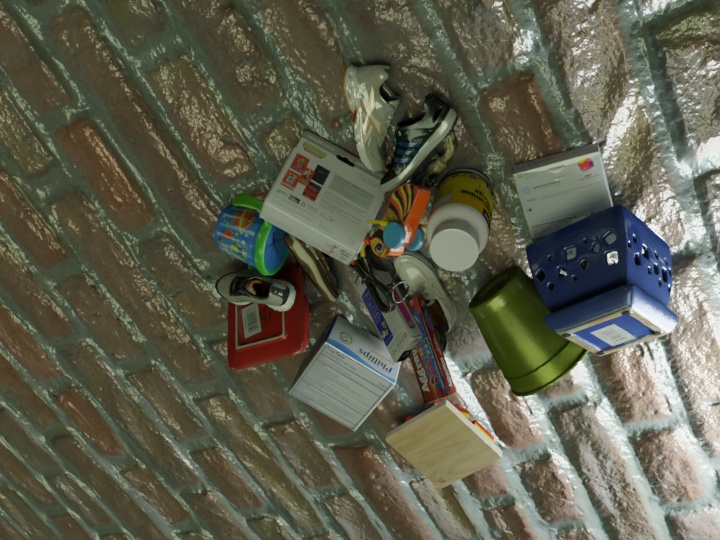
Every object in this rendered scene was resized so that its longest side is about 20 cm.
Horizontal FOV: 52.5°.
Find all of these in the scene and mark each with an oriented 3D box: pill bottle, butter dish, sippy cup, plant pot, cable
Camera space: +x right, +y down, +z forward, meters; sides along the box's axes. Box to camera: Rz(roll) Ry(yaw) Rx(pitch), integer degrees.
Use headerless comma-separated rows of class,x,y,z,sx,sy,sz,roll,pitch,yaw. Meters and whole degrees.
pill bottle,0.178,-0.090,1.308,0.111,0.201,0.114,7,126,10
butter dish,-0.178,0.116,1.587,0.197,0.203,0.148,-16,154,24
sippy cup,-0.221,-0.073,1.485,0.129,0.139,0.180,16,107,17
plant pot,0.429,0.032,1.282,0.199,0.182,0.199,26,141,-37
plant pot,0.317,0.104,1.424,0.200,0.200,0.194,-36,97,32
cable,0.000,0.000,1.465,0.097,0.050,0.202,-31,74,40

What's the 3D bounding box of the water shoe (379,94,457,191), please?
water shoe,0.089,-0.232,1.322,0.079,0.072,0.200,40,118,-9

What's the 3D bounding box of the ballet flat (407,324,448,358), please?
ballet flat,0.141,0.153,1.530,0.073,0.073,0.199,42,157,-14

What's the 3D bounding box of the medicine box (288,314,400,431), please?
medicine box,-0.033,0.234,1.650,0.181,0.103,0.201,31,126,-7

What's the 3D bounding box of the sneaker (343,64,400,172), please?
sneaker,0.032,-0.271,1.307,0.091,0.076,0.202,-6,123,14

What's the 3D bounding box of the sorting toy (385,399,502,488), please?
sorting toy,0.197,0.393,1.716,0.199,0.070,0.199,43,124,-15

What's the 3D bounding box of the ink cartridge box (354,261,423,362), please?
ink cartridge box,0.054,0.078,1.496,0.201,0.037,0.095,60,144,25

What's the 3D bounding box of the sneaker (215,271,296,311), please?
sneaker,-0.227,0.033,1.512,0.198,0.075,0.079,6,166,33

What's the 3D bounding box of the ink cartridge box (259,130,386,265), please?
ink cartridge box,-0.064,-0.139,1.396,0.198,0.177,0.084,29,159,-5

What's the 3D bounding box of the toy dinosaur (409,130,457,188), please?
toy dinosaur,0.116,-0.164,1.344,0.047,0.088,0.200,41,124,-2

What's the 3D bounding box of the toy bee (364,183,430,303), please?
toy bee,0.051,-0.064,1.308,0.108,0.202,0.130,25,175,43

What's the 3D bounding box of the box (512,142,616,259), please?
box,0.378,-0.116,1.333,0.154,0.041,0.202,-13,120,22

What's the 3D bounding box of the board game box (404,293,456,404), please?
board game box,0.126,0.158,1.454,0.103,0.019,0.203,-40,65,60

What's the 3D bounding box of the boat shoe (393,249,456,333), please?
boat shoe,0.131,0.048,1.497,0.070,0.070,0.201,-22,116,27

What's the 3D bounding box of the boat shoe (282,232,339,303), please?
boat shoe,-0.082,-0.016,1.512,0.075,0.075,0.203,-37,133,-6
